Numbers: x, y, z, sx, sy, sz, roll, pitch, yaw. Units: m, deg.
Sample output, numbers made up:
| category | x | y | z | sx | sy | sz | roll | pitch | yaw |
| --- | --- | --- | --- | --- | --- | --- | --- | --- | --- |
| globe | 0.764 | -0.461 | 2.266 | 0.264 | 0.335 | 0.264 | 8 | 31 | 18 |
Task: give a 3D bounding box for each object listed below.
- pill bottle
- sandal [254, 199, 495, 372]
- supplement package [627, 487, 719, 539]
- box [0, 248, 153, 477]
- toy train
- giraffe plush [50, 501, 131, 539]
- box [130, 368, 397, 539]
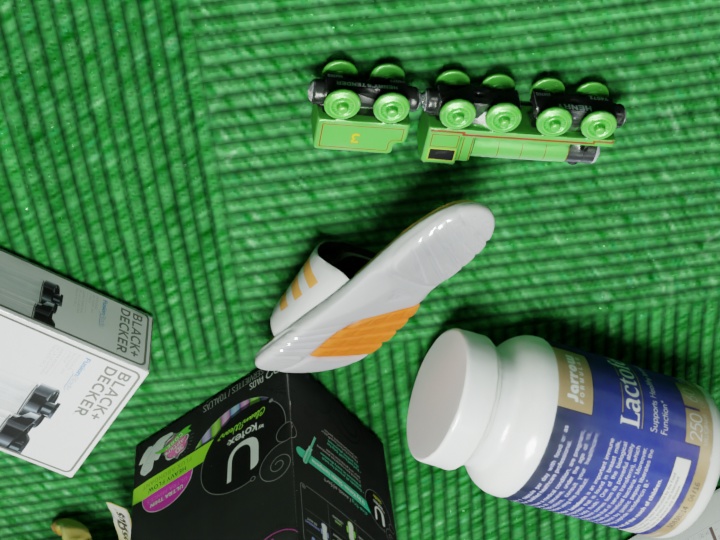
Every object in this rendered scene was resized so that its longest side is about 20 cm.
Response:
| category | x | y | z | sx | sy | sz | roll | pitch | yaw |
| --- | --- | --- | --- | --- | --- | --- | --- | --- | --- |
| pill bottle | 0.141 | 0.111 | 0.983 | 0.200 | 0.116 | 0.116 | 16 | 123 | -18 |
| sandal | 0.006 | 0.001 | 0.921 | 0.079 | 0.059 | 0.207 | 10 | 140 | -44 |
| supplement package | 0.300 | 0.248 | 1.106 | 0.200 | 0.110 | 0.114 | -33 | 123 | 17 |
| box | -0.250 | 0.047 | 0.927 | 0.200 | 0.060 | 0.117 | 27 | 120 | -24 |
| toy train | 0.065 | -0.093 | 0.872 | 0.200 | 0.042 | 0.056 | 4 | 136 | -9 |
| giraffe plush | -0.199 | 0.291 | 1.015 | 0.172 | 0.162 | 0.200 | 7 | 131 | 38 |
| box | -0.066 | 0.187 | 0.964 | 0.148 | 0.200 | 0.124 | -33 | 123 | 18 |
